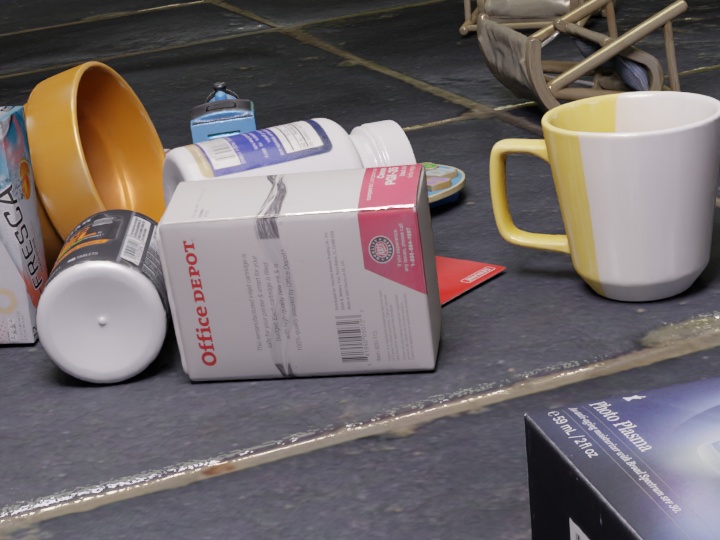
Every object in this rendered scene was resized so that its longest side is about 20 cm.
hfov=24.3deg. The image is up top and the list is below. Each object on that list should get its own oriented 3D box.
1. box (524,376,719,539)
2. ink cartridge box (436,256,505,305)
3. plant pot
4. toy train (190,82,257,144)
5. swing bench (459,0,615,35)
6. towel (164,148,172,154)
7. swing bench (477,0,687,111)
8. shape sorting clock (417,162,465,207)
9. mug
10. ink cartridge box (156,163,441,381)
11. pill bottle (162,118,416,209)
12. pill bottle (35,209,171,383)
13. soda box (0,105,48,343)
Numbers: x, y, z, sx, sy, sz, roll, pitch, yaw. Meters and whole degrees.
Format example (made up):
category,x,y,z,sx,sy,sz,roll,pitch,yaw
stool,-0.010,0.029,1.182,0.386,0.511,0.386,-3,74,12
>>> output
category,x,y,z,sx,sy,sz,roll,pitch,yaw
box,0.211,0.141,0.865,0.198,0.123,0.200,-9,19,-13
ink cartridge box,0.000,0.000,1.473,0.176,0.045,0.200,8,23,39
plant pot,-0.301,-0.076,1.600,0.183,0.200,0.200,-17,15,16
toy train,-0.142,-0.135,1.808,0.087,0.114,0.200,-7,19,-2
swing bench,0.274,-0.438,2.561,0.199,0.130,0.200,2,15,26
towel,-0.301,-0.112,1.939,0.200,0.030,0.146,5,21,23
swing bench,0.263,-0.248,1.977,0.200,0.130,0.199,-15,20,-8
shape sorting clock,0.009,-0.085,1.729,0.200,0.039,0.200,-5,19,2
mug,0.221,-0.063,1.414,0.149,0.153,0.186,-19,22,-31
ink cartridge box,-0.044,0.002,1.303,0.200,0.147,0.083,-3,29,9
pill bottle,-0.057,-0.065,1.427,0.200,0.120,0.120,-13,20,-18
pill bottle,-0.207,0.012,1.410,0.106,0.106,0.200,-6,18,0
soda box,-0.316,-0.037,1.441,0.068,0.200,0.064,-2,19,8
